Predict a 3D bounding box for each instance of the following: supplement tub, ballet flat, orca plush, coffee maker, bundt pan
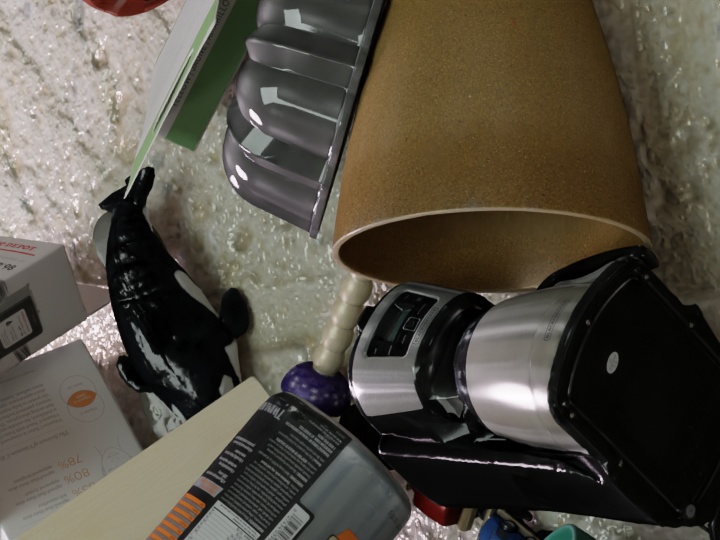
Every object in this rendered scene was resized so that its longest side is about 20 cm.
[{"bbox_3d":[-0.071,0.187,1.198,0.122,0.123,0.200,32,74,37],"label":"supplement tub"},{"bbox_3d":[-0.147,0.047,1.412,0.067,0.046,0.201,-25,79,7],"label":"ballet flat"},{"bbox_3d":[-0.140,0.022,1.353,0.104,0.071,0.202,-12,80,8],"label":"orca plush"},{"bbox_3d":[0.111,0.090,1.090,0.199,0.134,0.193,-4,115,55],"label":"coffee maker"},{"bbox_3d":[-0.034,-0.127,1.183,0.075,0.202,0.203,16,108,0],"label":"bundt pan"}]

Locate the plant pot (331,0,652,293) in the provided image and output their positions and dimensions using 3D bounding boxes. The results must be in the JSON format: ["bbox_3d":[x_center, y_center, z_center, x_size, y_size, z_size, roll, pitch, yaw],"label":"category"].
[{"bbox_3d":[0.078,-0.105,1.113,0.185,0.186,0.202,-13,70,43],"label":"plant pot"}]

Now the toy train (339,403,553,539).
[{"bbox_3d":[0.056,0.143,1.218,0.200,0.046,0.034,36,116,36],"label":"toy train"}]

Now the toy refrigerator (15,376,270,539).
[{"bbox_3d":[-0.129,0.169,1.304,0.199,0.070,0.076,-35,61,-10],"label":"toy refrigerator"}]

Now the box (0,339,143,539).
[{"bbox_3d":[-0.224,0.173,1.416,0.201,0.124,0.098,57,152,25],"label":"box"}]

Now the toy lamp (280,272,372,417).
[{"bbox_3d":[0.000,0.000,1.256,0.058,0.058,0.201,37,116,35],"label":"toy lamp"}]

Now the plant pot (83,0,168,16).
[{"bbox_3d":[-0.202,-0.296,1.350,0.195,0.200,0.202,41,119,24],"label":"plant pot"}]

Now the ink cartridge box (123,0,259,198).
[{"bbox_3d":[-0.103,-0.144,1.274,0.146,0.048,0.201,-59,17,28],"label":"ink cartridge box"}]

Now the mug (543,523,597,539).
[{"bbox_3d":[0.126,0.230,1.071,0.114,0.185,0.152,36,123,-1],"label":"mug"}]

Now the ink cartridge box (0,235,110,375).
[{"bbox_3d":[-0.293,0.030,1.432,0.115,0.200,0.067,7,122,42],"label":"ink cartridge box"}]
